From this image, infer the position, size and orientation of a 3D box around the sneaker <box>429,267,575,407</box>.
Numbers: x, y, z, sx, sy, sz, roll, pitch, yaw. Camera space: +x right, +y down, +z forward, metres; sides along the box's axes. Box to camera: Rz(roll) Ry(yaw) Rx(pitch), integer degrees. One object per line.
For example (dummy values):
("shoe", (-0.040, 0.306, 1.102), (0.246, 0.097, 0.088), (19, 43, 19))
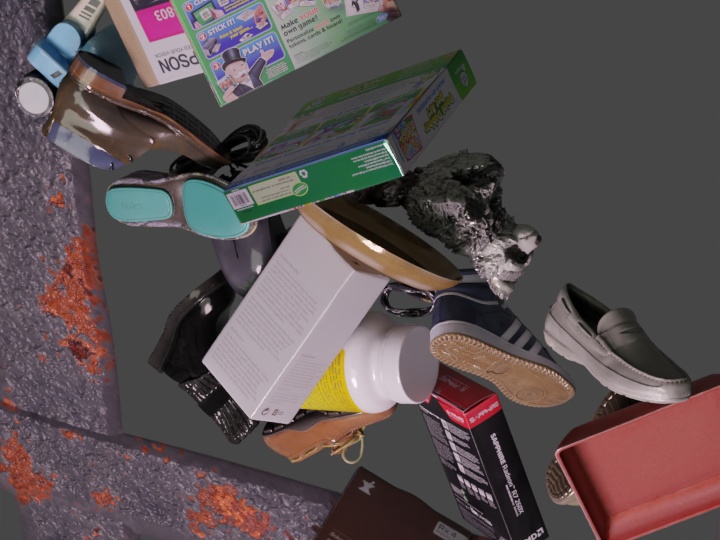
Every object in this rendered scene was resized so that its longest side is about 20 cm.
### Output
("sneaker", (0.154, 0.067, 1.578), (0.199, 0.109, 0.070), (28, 135, -32))

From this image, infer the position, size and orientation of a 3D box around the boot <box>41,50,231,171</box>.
("boot", (-0.239, -0.142, 1.566), (0.199, 0.075, 0.097), (32, 106, -21))

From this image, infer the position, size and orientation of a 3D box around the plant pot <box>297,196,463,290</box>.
("plant pot", (0.013, -0.032, 1.499), (0.199, 0.200, 0.028), (32, 100, 5))

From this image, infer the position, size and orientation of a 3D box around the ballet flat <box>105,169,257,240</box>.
("ballet flat", (-0.181, -0.078, 1.587), (0.199, 0.072, 0.073), (8, 124, 30))

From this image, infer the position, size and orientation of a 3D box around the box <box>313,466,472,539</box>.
("box", (0.007, 0.388, 1.799), (0.165, 0.164, 0.201), (29, 130, 8))

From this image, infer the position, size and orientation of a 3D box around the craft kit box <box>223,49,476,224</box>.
("craft kit box", (-0.009, -0.131, 1.438), (0.199, 0.198, 0.049), (-14, 117, 35))

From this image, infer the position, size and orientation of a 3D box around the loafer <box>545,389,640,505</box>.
("loafer", (0.281, 0.182, 1.579), (0.068, 0.076, 0.200), (19, 130, -35))

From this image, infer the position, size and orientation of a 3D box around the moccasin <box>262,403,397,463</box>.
("moccasin", (-0.029, 0.184, 1.744), (0.200, 0.074, 0.078), (-29, 114, 35))

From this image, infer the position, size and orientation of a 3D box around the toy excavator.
("toy excavator", (-0.294, -0.255, 1.588), (0.194, 0.100, 0.200), (42, 118, -6))

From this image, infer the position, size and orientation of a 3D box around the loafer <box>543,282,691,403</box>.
("loafer", (0.255, 0.073, 1.472), (0.200, 0.069, 0.071), (32, 119, 50))

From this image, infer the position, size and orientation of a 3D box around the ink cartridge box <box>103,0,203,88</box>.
("ink cartridge box", (-0.163, -0.289, 1.495), (0.198, 0.075, 0.166), (-10, 114, 32))

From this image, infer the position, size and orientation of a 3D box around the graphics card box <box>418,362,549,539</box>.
("graphics card box", (0.132, 0.210, 1.650), (0.125, 0.051, 0.202), (24, 139, 60))

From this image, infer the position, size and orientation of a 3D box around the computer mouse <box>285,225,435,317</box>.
("computer mouse", (0.000, 0.000, 1.622), (0.199, 0.034, 0.059), (25, 115, 17))

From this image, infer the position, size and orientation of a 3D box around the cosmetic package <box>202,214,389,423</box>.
("cosmetic package", (-0.070, 0.053, 1.575), (0.101, 0.071, 0.201), (45, 107, 33))

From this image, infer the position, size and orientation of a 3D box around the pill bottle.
("pill bottle", (-0.017, 0.100, 1.642), (0.198, 0.112, 0.113), (1, 122, 35))

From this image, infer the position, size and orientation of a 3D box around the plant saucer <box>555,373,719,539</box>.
("plant saucer", (0.312, 0.190, 1.512), (0.198, 0.037, 0.201), (-22, 134, 9))

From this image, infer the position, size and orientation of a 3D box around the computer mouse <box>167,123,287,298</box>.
("computer mouse", (-0.135, -0.047, 1.626), (0.138, 0.053, 0.202), (-18, 96, 33))

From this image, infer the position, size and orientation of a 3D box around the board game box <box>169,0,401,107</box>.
("board game box", (-0.075, -0.262, 1.415), (0.199, 0.029, 0.136), (-27, 111, -5))

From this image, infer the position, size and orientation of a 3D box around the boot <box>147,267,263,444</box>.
("boot", (-0.155, 0.102, 1.747), (0.158, 0.079, 0.211), (42, 142, 6))

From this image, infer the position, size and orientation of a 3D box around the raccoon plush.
("raccoon plush", (0.090, -0.048, 1.525), (0.199, 0.097, 0.135), (12, 135, 35))
